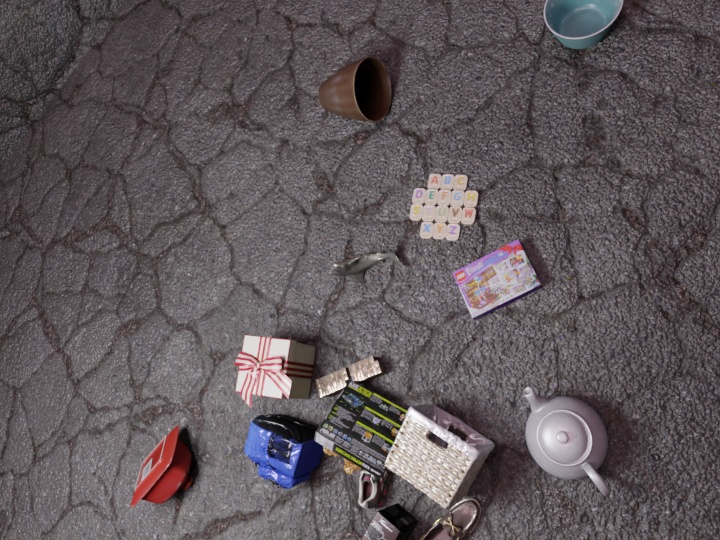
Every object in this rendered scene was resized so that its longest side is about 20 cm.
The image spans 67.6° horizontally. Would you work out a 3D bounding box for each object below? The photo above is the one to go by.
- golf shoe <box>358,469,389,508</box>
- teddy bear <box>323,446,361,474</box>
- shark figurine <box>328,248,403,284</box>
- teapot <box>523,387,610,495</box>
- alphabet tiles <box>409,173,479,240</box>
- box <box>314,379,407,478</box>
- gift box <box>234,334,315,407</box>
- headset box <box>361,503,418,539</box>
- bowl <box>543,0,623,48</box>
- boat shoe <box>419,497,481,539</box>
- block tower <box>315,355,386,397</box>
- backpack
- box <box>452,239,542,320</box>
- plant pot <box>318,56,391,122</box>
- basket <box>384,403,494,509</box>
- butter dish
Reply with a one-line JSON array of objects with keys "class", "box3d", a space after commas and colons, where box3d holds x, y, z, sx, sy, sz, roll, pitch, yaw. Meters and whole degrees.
[{"class": "golf shoe", "box3d": [0.041, 0.524, 1.419, 0.076, 0.088, 0.204, 2, 76, 26]}, {"class": "teddy bear", "box3d": [-0.033, 0.439, 1.444, 0.142, 0.067, 0.202, -10, 37, 10]}, {"class": "shark figurine", "box3d": [0.018, -0.006, 1.590, 0.211, 0.128, 0.091, -14, 96, 2]}, {"class": "teapot", "box3d": [0.470, 0.385, 1.228, 0.197, 0.146, 0.201, 5, 78, 24]}, {"class": "alphabet tiles", "box3d": [0.240, -0.186, 1.556, 0.197, 0.015, 0.199, 7, 79, 26]}, {"class": "box", "box3d": [0.011, 0.404, 1.394, 0.198, 0.194, 0.048, 25, 131, 13]}, {"class": "gift box", "box3d": [-0.242, 0.296, 1.551, 0.181, 0.186, 0.204, -3, 74, 24]}, {"class": "headset box", "box3d": [0.046, 0.698, 1.336, 0.077, 0.149, 0.202, 31, 91, 28]}, {"class": "bowl", "box3d": [0.610, -0.694, 1.471, 0.198, 0.105, 0.205, -7, 74, 23]}, {"class": "boat shoe", "box3d": [0.216, 0.640, 1.323, 0.200, 0.059, 0.072, -44, 63, 8]}, {"class": "block tower", "box3d": [-0.027, 0.302, 1.526, 0.198, 0.058, 0.055, -25, 67, 15]}, {"class": "backpack", "box3d": [-0.227, 0.499, 1.505, 0.197, 0.162, 0.171, 16, 87, 26]}, {"class": "box", "box3d": [0.362, 0.025, 1.431, 0.198, 0.039, 0.139, -28, 67, 16]}, {"class": "plant pot", "box3d": [-0.034, -0.563, 1.702, 0.198, 0.186, 0.190, 9, 80, 40]}, {"class": "basket", "box3d": [0.194, 0.444, 1.308, 0.196, 0.200, 0.163, 27, 90, 27]}, {"class": "butter dish", "box3d": [-0.584, 0.623, 1.652, 0.200, 0.147, 0.200, -47, 21, 6]}]
